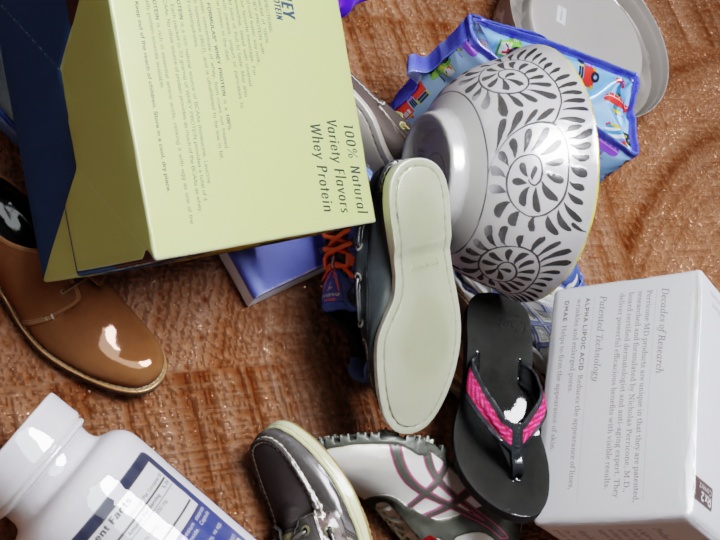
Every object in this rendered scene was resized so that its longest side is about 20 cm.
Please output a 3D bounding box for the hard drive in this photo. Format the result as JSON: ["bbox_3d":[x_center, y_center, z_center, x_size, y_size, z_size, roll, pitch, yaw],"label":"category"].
[{"bbox_3d":[-0.088,-0.084,1.005,0.131,0.025,0.201,-25,81,-37],"label":"hard drive"}]

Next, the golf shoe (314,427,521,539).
[{"bbox_3d":[0.044,0.175,0.930,0.198,0.077,0.089,17,68,-21],"label":"golf shoe"}]

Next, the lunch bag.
[{"bbox_3d":[0.124,-0.139,1.081,0.198,0.150,0.095,21,57,-21],"label":"lunch bag"}]

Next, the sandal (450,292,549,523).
[{"bbox_3d":[0.109,0.094,0.929,0.074,0.045,0.202,10,54,-12],"label":"sandal"}]

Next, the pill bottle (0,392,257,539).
[{"bbox_3d":[-0.152,0.175,0.787,0.200,0.111,0.111,42,53,-6],"label":"pill bottle"}]

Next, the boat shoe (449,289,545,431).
[{"bbox_3d":[0.111,0.079,1.016,0.076,0.072,0.201,-38,89,-38],"label":"boat shoe"}]

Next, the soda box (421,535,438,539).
[{"bbox_3d":[-0.008,0.264,0.807,0.199,0.063,0.070,-32,97,-13],"label":"soda box"}]

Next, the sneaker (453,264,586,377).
[{"bbox_3d":[0.170,0.032,1.064,0.199,0.088,0.076,37,51,-14],"label":"sneaker"}]

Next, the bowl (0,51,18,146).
[{"bbox_3d":[-0.205,-0.167,0.945,0.198,0.039,0.203,6,70,-17],"label":"bowl"}]

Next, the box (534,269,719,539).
[{"bbox_3d":[0.248,0.136,0.980,0.199,0.130,0.202,38,54,-44],"label":"box"}]

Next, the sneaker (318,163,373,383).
[{"bbox_3d":[0.000,0.000,0.963,0.078,0.075,0.202,-27,99,-33],"label":"sneaker"}]

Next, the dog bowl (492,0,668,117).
[{"bbox_3d":[0.220,-0.230,1.241,0.198,0.059,0.202,14,60,-25],"label":"dog bowl"}]

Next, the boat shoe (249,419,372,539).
[{"bbox_3d":[-0.029,0.205,0.870,0.064,0.073,0.201,-23,80,-42],"label":"boat shoe"}]

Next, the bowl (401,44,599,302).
[{"bbox_3d":[0.090,-0.077,0.942,0.093,0.201,0.203,1,67,-25],"label":"bowl"}]

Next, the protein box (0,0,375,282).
[{"bbox_3d":[-0.118,-0.110,0.837,0.199,0.134,0.201,-12,93,-46],"label":"protein box"}]

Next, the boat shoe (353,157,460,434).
[{"bbox_3d":[0.026,0.017,0.903,0.074,0.066,0.202,-10,101,-29],"label":"boat shoe"}]

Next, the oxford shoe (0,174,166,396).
[{"bbox_3d":[-0.211,0.011,0.858,0.200,0.071,0.071,43,51,-8],"label":"oxford shoe"}]

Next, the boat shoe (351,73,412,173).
[{"bbox_3d":[0.021,-0.104,1.054,0.200,0.072,0.060,50,46,-5],"label":"boat shoe"}]

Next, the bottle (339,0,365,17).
[{"bbox_3d":[-0.063,-0.241,1.061,0.199,0.083,0.066,-25,113,-37],"label":"bottle"}]
